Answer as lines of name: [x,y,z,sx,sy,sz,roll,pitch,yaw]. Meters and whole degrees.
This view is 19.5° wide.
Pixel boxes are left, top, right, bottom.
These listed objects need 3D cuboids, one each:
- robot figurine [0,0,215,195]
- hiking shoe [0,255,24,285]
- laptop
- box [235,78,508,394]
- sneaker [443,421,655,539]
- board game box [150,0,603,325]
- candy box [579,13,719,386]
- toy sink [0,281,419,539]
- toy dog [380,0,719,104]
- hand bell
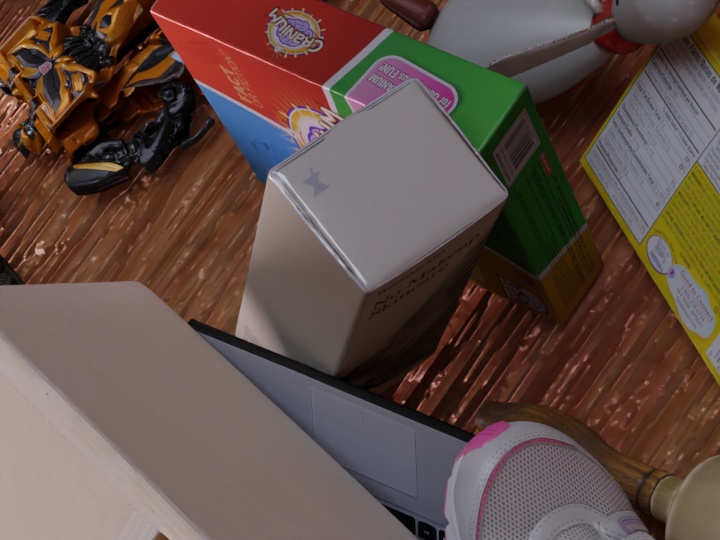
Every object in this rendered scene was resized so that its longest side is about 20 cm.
robot figurine: [-0.117,-0.136,1.151,0.200,0.058,0.145,-40,55,0]
hiking shoe: [-0.226,-0.005,1.107,0.075,0.101,0.201,-30,56,8]
laptop: [-0.031,0.158,0.932,0.187,0.201,0.116,20,40,30]
box: [0.000,0.000,0.934,0.082,0.200,0.068,-35,77,-17]
sneaker: [0.110,0.144,0.833,0.081,0.088,0.200,-36,94,-21]
board game box: [0.009,-0.063,1.001,0.199,0.153,0.040,26,71,33]
candy box: [0.173,-0.015,0.948,0.102,0.026,0.201,-56,47,36]
toy sink: [-0.094,0.107,0.891,0.200,0.130,0.112,40,111,24]
toy dog: [0.079,-0.127,0.996,0.200,0.096,0.132,-40,28,44]
hand bell: [0.125,0.095,0.922,0.199,0.104,0.104,22,75,43]
